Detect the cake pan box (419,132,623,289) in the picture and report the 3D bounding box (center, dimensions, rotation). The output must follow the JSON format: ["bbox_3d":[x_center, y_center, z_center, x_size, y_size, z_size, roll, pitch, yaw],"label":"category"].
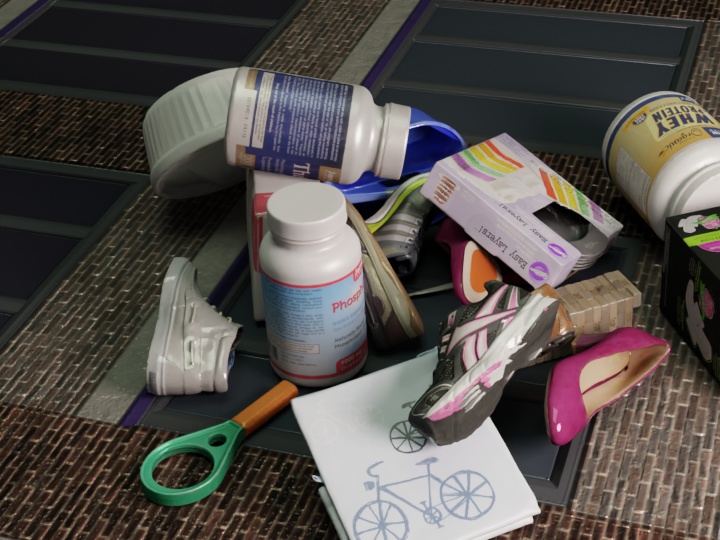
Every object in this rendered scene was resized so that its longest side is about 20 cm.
[{"bbox_3d":[0.191,-0.068,1.574,0.200,0.053,0.184,42,35,17],"label":"cake pan box"}]

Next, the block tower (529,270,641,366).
[{"bbox_3d":[0.205,0.059,1.473,0.198,0.058,0.054,-16,35,-15],"label":"block tower"}]

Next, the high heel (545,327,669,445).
[{"bbox_3d":[0.246,0.112,1.359,0.095,0.068,0.200,-2,28,24],"label":"high heel"}]

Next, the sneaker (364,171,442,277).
[{"bbox_3d":[0.051,-0.039,1.606,0.200,0.074,0.081,-40,57,-12],"label":"sneaker"}]

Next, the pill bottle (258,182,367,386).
[{"bbox_3d":[-0.050,0.014,1.430,0.107,0.202,0.109,-2,34,2],"label":"pill bottle"}]

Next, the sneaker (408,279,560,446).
[{"bbox_3d":[0.103,0.084,1.300,0.086,0.081,0.200,29,50,27],"label":"sneaker"}]

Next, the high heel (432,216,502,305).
[{"bbox_3d":[0.113,-0.005,1.573,0.096,0.068,0.200,-30,17,29],"label":"high heel"}]

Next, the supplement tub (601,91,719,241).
[{"bbox_3d":[0.391,-0.113,1.632,0.143,0.146,0.200,-11,34,-12],"label":"supplement tub"}]

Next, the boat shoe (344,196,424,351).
[{"bbox_3d":[0.000,0.000,1.518,0.064,0.072,0.201,-31,68,0],"label":"boat shoe"}]

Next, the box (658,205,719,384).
[{"bbox_3d":[0.426,0.030,1.433,0.147,0.125,0.201,-12,35,-10],"label":"box"}]

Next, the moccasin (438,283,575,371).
[{"bbox_3d":[0.117,0.082,1.380,0.200,0.074,0.078,-33,75,9],"label":"moccasin"}]

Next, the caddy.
[{"bbox_3d":[0.038,-0.117,1.673,0.198,0.143,0.105,-16,32,-17],"label":"caddy"}]

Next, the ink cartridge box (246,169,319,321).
[{"bbox_3d":[-0.090,-0.057,1.587,0.084,0.147,0.201,-2,34,-8],"label":"ink cartridge box"}]

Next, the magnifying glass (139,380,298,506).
[{"bbox_3d":[-0.138,0.170,1.368,0.079,0.023,0.199,24,41,34],"label":"magnifying glass"}]

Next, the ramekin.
[{"bbox_3d":[-0.184,-0.176,1.720,0.201,0.202,0.095,-20,78,-23],"label":"ramekin"}]

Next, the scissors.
[{"bbox_3d":[0.147,0.012,1.584,0.198,0.014,0.073,-19,37,-23],"label":"scissors"}]

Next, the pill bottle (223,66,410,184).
[{"bbox_3d":[-0.048,-0.157,1.511,0.198,0.112,0.111,9,34,-2],"label":"pill bottle"}]

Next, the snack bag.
[{"bbox_3d":[0.044,0.177,1.277,0.187,0.021,0.201,-18,61,-18],"label":"snack bag"}]

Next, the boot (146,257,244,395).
[{"bbox_3d":[-0.175,0.063,1.498,0.094,0.074,0.201,3,42,-1],"label":"boot"}]
